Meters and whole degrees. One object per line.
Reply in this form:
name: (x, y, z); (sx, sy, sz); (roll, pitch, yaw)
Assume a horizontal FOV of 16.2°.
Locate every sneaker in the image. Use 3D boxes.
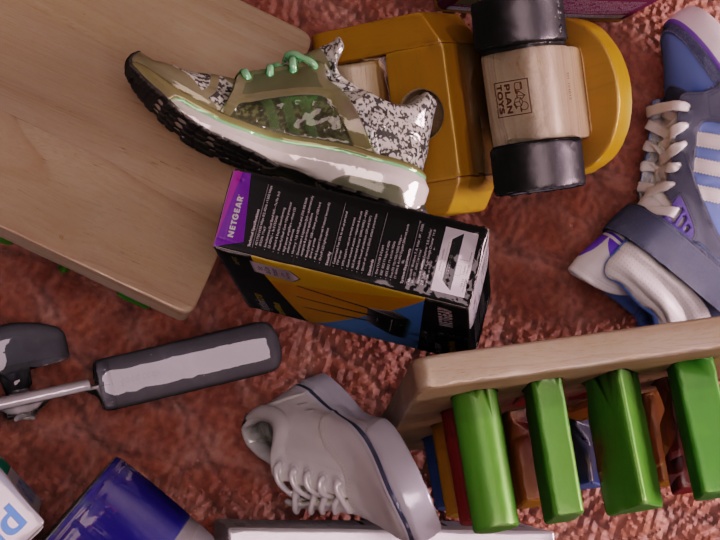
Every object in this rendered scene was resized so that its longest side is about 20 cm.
sneaker: (-0.042, -0.101, 1.500); (0.199, 0.077, 0.089); (21, 81, -13)
sneaker: (-0.013, 0.123, 1.513); (0.071, 0.200, 0.073); (-28, 111, -13)
sneaker: (0.191, -0.051, 1.603); (0.146, 0.081, 0.201); (-23, 97, -13)

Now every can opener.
can opener: (-0.151, 0.051, 1.565); (0.199, 0.053, 0.067); (-13, 90, -10)

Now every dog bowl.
dog bowl: (-0.178, 0.208, 1.480); (0.079, 0.200, 0.200); (41, 83, -2)

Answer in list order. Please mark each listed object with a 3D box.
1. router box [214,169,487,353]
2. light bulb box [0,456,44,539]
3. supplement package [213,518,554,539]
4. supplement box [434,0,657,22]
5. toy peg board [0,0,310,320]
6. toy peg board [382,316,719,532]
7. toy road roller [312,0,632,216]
router box: (0.000, 0.000, 1.494); (0.148, 0.200, 0.051); (14, 80, 6)
light bulb box: (-0.293, 0.112, 1.468); (0.125, 0.198, 0.200); (-44, 95, -6)
supplement package: (0.012, 0.211, 1.552); (0.199, 0.110, 0.114); (2, 87, -8)
supplement box: (0.124, -0.217, 1.542); (0.130, 0.200, 0.104); (3, 87, -9)
toy peg board: (-0.165, -0.088, 1.561); (0.199, 0.098, 0.200); (25, 69, -7)
toy peg board: (0.124, 0.108, 1.513); (0.199, 0.199, 0.098); (-7, 76, -8)
toy road roller: (0.074, -0.098, 1.586); (0.199, 0.146, 0.124); (-8, 89, 29)
